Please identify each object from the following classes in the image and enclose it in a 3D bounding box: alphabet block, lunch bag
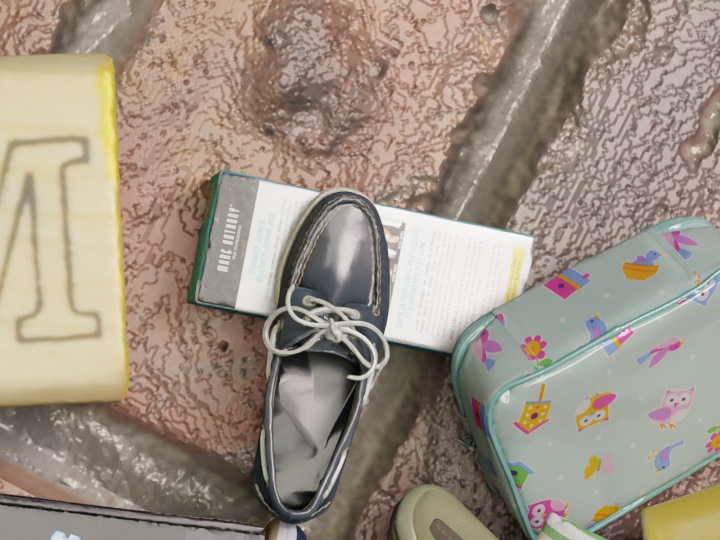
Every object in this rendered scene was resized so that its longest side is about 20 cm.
[{"bbox_3d":[-0.241,-0.017,1.621,0.199,0.195,0.197,-2,89,-9],"label":"alphabet block"},{"bbox_3d":[0.153,0.071,1.718,0.200,0.077,0.161,-28,132,-8],"label":"lunch bag"}]

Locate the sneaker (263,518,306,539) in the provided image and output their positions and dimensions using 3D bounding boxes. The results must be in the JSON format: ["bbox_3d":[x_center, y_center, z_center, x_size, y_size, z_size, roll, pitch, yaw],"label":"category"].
[{"bbox_3d":[-0.020,0.251,1.706,0.108,0.070,0.201,6,93,-5],"label":"sneaker"}]

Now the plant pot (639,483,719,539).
[{"bbox_3d":[0.268,0.194,1.710,0.188,0.201,0.202,-7,88,5],"label":"plant pot"}]

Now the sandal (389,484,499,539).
[{"bbox_3d":[0.103,0.200,1.694,0.201,0.057,0.080,42,38,-11],"label":"sandal"}]

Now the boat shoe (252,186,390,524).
[{"bbox_3d":[-0.024,0.049,1.672,0.075,0.062,0.201,16,87,-6],"label":"boat shoe"}]

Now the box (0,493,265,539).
[{"bbox_3d":[-0.165,0.233,1.638,0.198,0.050,0.201,9,87,-12],"label":"box"}]

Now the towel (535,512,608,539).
[{"bbox_3d":[0.132,0.258,1.653,0.152,0.023,0.201,26,104,9],"label":"towel"}]

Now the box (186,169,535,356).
[{"bbox_3d":[0.000,0.000,1.735,0.199,0.049,0.083,12,85,-9],"label":"box"}]
